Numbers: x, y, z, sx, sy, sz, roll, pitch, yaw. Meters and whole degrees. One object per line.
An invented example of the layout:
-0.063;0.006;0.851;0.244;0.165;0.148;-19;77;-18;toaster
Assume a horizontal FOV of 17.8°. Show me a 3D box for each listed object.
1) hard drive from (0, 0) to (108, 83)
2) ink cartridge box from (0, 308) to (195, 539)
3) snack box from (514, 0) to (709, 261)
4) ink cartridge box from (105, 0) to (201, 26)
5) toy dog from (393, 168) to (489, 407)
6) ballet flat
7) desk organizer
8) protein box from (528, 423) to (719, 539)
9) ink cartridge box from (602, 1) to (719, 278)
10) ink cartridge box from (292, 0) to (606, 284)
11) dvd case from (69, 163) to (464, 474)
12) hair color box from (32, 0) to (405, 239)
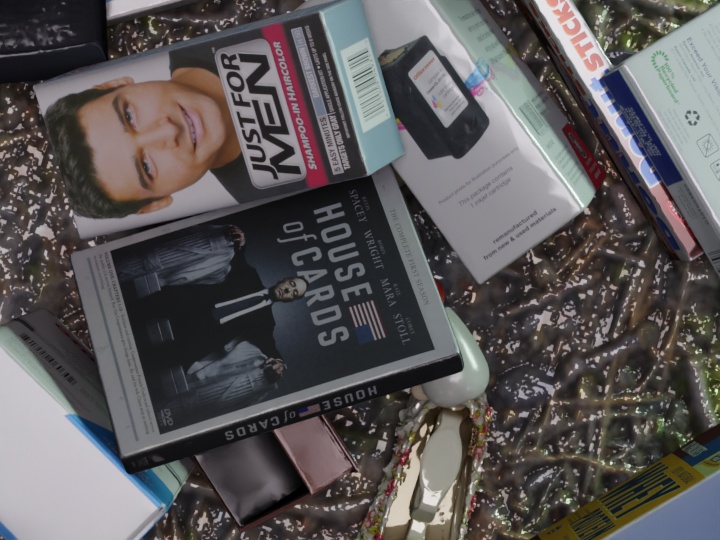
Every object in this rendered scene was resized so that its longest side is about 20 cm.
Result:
-0.255;-0.182;1.407;0.200;0.042;0.135;-2;86;-11;hard drive
-0.184;0.106;1.395;0.146;0.200;0.086;45;91;-1;ink cartridge box
0.161;-0.097;1.462;0.024;0.072;0.200;-31;92;-2;snack box
-0.113;-0.261;1.468;0.200;0.045;0.176;-15;92;-1;ink cartridge box
0.000;0.000;1.447;0.132;0.096;0.200;11;56;-38;toy dog
0.037;0.159;1.470;0.076;0.064;0.200;10;91;-2;ballet flat
-0.091;0.064;1.453;0.077;0.072;0.200;-33;92;-13;desk organizer
0.210;0.232;1.439;0.198;0.135;0.200;-31;92;0;protein box
0.280;-0.087;1.436;0.200;0.041;0.200;-30;91;-17;ink cartridge box
0.056;-0.106;1.419;0.083;0.146;0.200;-36;91;16;ink cartridge box
-0.057;0.024;1.332;0.200;0.025;0.150;-17;55;-3;dvd case
-0.085;-0.089;1.360;0.200;0.061;0.099;-11;101;27;hair color box
